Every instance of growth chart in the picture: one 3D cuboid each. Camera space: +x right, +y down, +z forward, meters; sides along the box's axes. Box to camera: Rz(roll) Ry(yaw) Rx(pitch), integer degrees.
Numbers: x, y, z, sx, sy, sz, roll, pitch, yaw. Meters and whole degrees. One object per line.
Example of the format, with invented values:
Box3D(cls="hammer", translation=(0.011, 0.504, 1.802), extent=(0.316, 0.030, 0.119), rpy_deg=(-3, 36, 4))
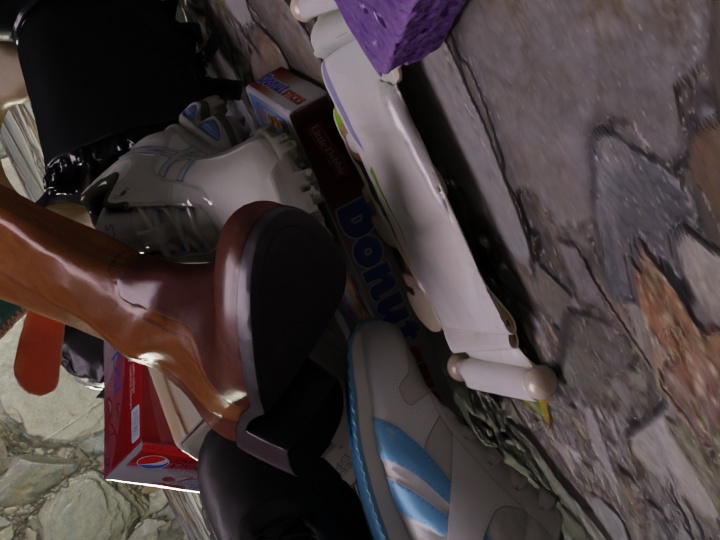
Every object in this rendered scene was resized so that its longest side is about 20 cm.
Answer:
Box3D(cls="growth chart", translation=(0.021, -0.031, 0.783), extent=(0.201, 0.018, 0.145), rpy_deg=(65, 169, -15))

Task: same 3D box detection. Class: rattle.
Box3D(cls="rattle", translation=(-0.175, -0.043, 1.148), extent=(0.143, 0.129, 0.202), rpy_deg=(-105, 16, -74))

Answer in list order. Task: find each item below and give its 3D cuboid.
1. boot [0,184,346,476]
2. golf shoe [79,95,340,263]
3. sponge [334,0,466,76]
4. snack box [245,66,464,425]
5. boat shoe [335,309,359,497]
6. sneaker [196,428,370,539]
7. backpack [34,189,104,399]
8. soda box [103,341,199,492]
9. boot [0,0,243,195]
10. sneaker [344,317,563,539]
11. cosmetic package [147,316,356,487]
Box3D(cls="boot", translation=(-0.101, -0.007, 0.847), extent=(0.199, 0.069, 0.189), rpy_deg=(29, 161, 18))
Box3D(cls="golf shoe", translation=(-0.073, -0.022, 0.901), extent=(0.200, 0.097, 0.079), rpy_deg=(27, 141, 67))
Box3D(cls="sponge", translation=(0.003, -0.138, 0.586), extent=(0.112, 0.030, 0.200), rpy_deg=(62, 169, 5))
Box3D(cls="snack box", translation=(0.000, 0.000, 0.933), extent=(0.201, 0.024, 0.072), rpy_deg=(67, 169, -23))
Box3D(cls="boat shoe", translation=(-0.020, 0.082, 1.107), extent=(0.201, 0.066, 0.070), rpy_deg=(58, 168, 19))
Box3D(cls="sneaker", translation=(-0.014, 0.154, 0.888), extent=(0.201, 0.076, 0.091), rpy_deg=(59, 174, 10))
Box3D(cls="backpack", translation=(-0.173, 0.016, 1.409), extent=(0.200, 0.126, 0.168), rpy_deg=(27, -135, -77))
Box3D(cls="soda box", translation=(-0.115, 0.028, 1.158), extent=(0.063, 0.070, 0.201), rpy_deg=(-44, 43, 51))
Box3D(cls="boot", translation=(-0.175, -0.116, 1.025), extent=(0.073, 0.197, 0.163), rpy_deg=(118, 133, -64))
Box3D(cls="sneaker", translation=(0.045, 0.111, 0.864), extent=(0.077, 0.080, 0.201), rpy_deg=(86, 164, -68))
Box3D(cls="cosmetic package", translation=(-0.064, 0.032, 1.023), extent=(0.103, 0.073, 0.200), rpy_deg=(39, -167, -36))
